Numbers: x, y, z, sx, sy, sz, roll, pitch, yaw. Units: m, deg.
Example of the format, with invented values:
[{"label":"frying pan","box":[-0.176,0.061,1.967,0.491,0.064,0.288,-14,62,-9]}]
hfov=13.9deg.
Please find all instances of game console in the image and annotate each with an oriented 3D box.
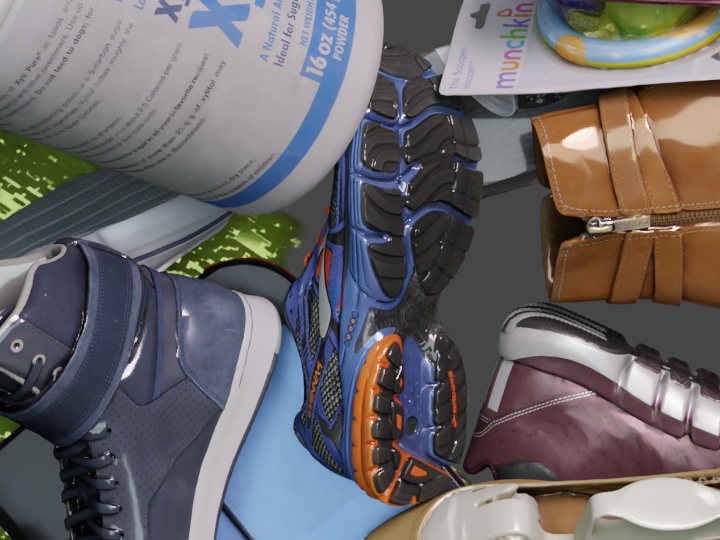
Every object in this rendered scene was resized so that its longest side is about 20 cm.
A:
[{"label":"game console","box":[-0.052,0.114,1.348,0.177,0.031,0.200,-40,87,-3]}]

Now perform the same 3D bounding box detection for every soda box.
[{"label":"soda box","box":[0.116,-0.089,1.344,0.199,0.063,0.071,-17,87,-2]}]

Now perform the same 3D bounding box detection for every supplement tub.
[{"label":"supplement tub","box":[-0.102,-0.110,1.236,0.200,0.132,0.132,19,86,-36]}]

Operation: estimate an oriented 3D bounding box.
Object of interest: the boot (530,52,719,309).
[{"label":"boot","box":[0.160,0.000,1.306,0.155,0.077,0.201,-14,119,-5]}]

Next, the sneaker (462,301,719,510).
[{"label":"sneaker","box":[0.138,0.103,1.338,0.199,0.076,0.116,25,99,5]}]

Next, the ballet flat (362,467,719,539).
[{"label":"ballet flat","box":[0.089,0.111,1.275,0.199,0.063,0.069,-7,60,7]}]

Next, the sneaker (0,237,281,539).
[{"label":"sneaker","box":[-0.127,0.086,1.269,0.146,0.077,0.203,23,76,-35]}]

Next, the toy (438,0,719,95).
[{"label":"toy","box":[0.137,-0.129,1.277,0.199,0.115,0.047,0,129,14]}]

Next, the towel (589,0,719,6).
[{"label":"towel","box":[0.139,-0.200,1.272,0.143,0.023,0.201,3,60,6]}]

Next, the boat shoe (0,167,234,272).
[{"label":"boat shoe","box":[-0.140,0.010,1.344,0.199,0.074,0.067,-23,116,-4]}]

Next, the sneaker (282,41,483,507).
[{"label":"sneaker","box":[0.000,0.000,1.294,0.078,0.075,0.201,7,93,45]}]
